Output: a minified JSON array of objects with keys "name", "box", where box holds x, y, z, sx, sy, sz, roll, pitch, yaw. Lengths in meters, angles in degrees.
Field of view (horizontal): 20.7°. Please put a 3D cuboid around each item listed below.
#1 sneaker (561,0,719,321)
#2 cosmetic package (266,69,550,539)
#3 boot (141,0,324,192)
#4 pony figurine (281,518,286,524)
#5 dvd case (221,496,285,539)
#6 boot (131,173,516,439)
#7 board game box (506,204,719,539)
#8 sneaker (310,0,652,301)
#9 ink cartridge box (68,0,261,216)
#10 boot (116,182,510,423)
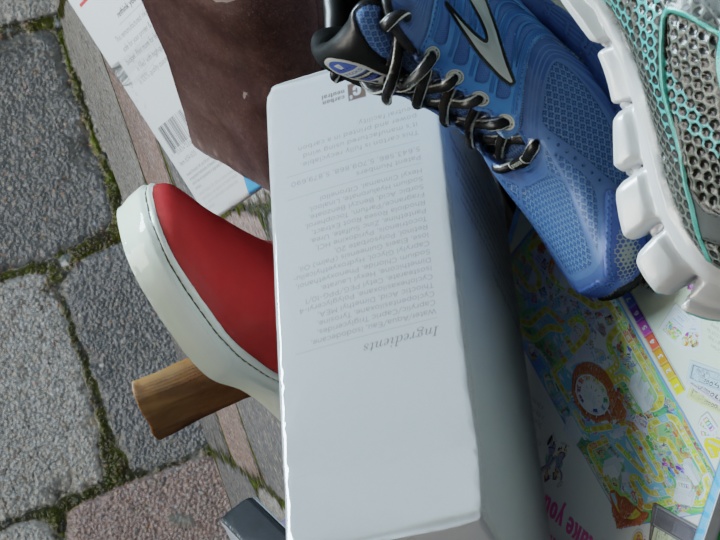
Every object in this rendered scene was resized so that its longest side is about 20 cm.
[{"name":"sneaker","box":[0.101,-0.089,0.568,0.091,0.077,0.201,-25,88,63]},{"name":"cosmetic package","box":[0.017,0.031,0.706,0.102,0.073,0.201,59,-157,-49]},{"name":"boot","box":[-0.085,-0.126,0.824,0.199,0.072,0.168,28,135,41]},{"name":"pony figurine","box":[0.011,0.241,1.407,0.193,0.167,0.200,39,-176,-33]},{"name":"dvd case","box":[0.014,0.200,0.867,0.200,0.025,0.151,33,151,56]},{"name":"boot","box":[-0.020,0.017,0.958,0.188,0.198,0.069,136,114,-78]},{"name":"board game box","box":[0.094,0.049,0.706,0.200,0.034,0.136,-139,63,-66]},{"name":"sneaker","box":[0.029,-0.072,0.668,0.201,0.089,0.079,56,152,2]},{"name":"ink cartridge box","box":[-0.088,-0.140,1.040,0.201,0.067,0.116,58,148,-3]},{"name":"boot","box":[0.000,0.000,0.843,0.200,0.144,0.073,42,-155,-45]}]
